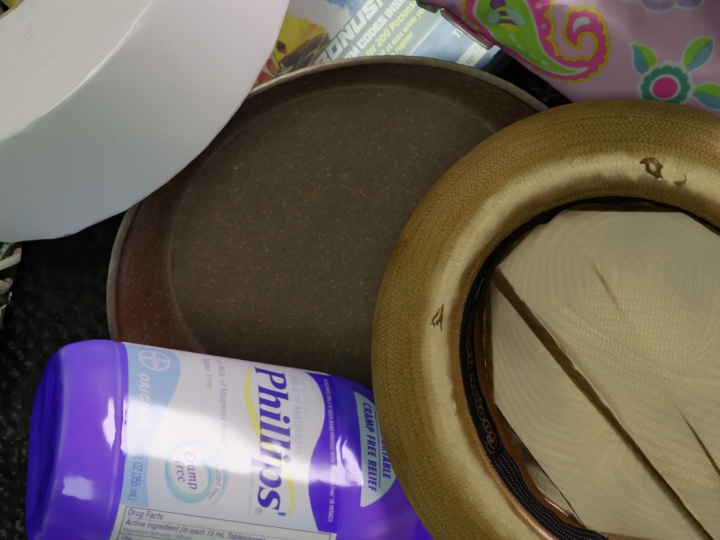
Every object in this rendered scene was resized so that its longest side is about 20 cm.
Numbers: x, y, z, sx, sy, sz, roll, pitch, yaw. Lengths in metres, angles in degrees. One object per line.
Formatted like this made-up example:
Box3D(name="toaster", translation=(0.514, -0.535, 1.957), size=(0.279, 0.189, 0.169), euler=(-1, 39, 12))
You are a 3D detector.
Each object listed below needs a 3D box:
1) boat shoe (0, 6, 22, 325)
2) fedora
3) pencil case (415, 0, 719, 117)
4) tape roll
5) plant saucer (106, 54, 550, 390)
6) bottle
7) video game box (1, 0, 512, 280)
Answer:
Box3D(name="boat shoe", translation=(-0.174, -0.015, 0.814), size=(0.064, 0.071, 0.201), euler=(4, 95, 44))
Box3D(name="fedora", translation=(0.102, 0.036, 0.725), size=(0.200, 0.082, 0.201), euler=(1, 96, 12))
Box3D(name="pencil case", translation=(0.103, -0.089, 0.731), size=(0.200, 0.087, 0.088), euler=(32, 100, -16))
Box3D(name="tape roll", translation=(-0.125, -0.115, 0.730), size=(0.202, 0.071, 0.203), euler=(-12, 63, 25))
Box3D(name="plant saucer", translation=(0.000, 0.000, 0.773), size=(0.200, 0.037, 0.201), euler=(-5, 122, -8))
Box3D(name="bottle", translation=(-0.024, 0.079, 0.746), size=(0.199, 0.065, 0.084), euler=(10, 54, -18))
Box3D(name="video game box", translation=(-0.022, -0.130, 0.800), size=(0.182, 0.047, 0.200), euler=(43, 100, 6))
